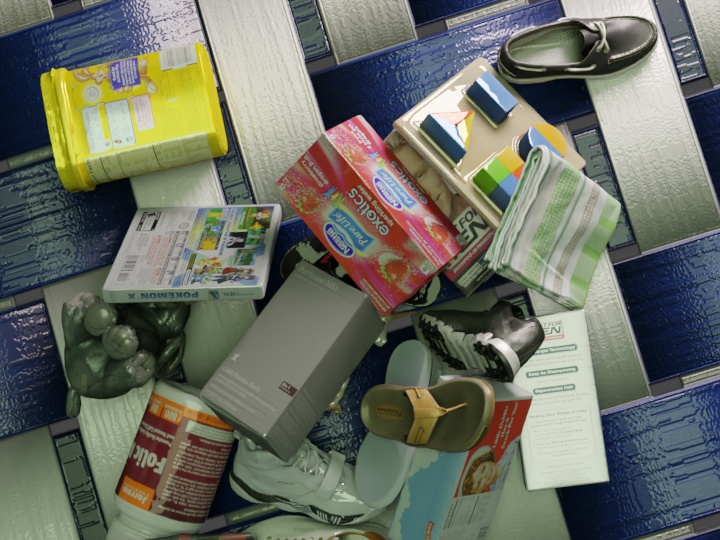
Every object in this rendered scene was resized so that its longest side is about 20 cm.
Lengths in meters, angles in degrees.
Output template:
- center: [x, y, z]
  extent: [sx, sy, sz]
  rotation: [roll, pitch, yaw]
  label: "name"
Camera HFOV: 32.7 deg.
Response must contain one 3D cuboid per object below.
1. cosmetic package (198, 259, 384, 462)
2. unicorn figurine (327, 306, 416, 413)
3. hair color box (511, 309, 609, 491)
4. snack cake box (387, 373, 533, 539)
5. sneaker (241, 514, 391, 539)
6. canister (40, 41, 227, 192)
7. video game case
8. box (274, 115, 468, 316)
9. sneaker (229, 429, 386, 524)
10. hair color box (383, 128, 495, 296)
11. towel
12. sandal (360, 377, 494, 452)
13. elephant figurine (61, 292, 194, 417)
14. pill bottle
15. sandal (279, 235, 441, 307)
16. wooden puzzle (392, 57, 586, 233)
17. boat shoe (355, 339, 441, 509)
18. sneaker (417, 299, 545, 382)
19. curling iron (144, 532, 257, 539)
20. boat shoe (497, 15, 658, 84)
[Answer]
- center: [-0.074, 0.100, 1.383]
  extent: [0.106, 0.090, 0.201]
  rotation: [25, 73, 29]
  label: "cosmetic package"
- center: [-0.042, 0.100, 1.464]
  extent: [0.198, 0.074, 0.139]
  rotation: [4, 76, 10]
  label: "unicorn figurine"
- center: [0.229, 0.153, 1.451]
  extent: [0.099, 0.061, 0.202]
  rotation: [-8, 86, 5]
  label: "hair color box"
- center: [0.115, 0.223, 1.400]
  extent: [0.067, 0.115, 0.202]
  rotation: [25, 103, 38]
  label: "snack cake box"
- center: [-0.062, 0.328, 1.449]
  extent: [0.198, 0.085, 0.074]
  rotation: [-6, 88, 5]
  label: "sneaker"
- center: [-0.273, -0.188, 1.496]
  extent: [0.198, 0.087, 0.150]
  rotation: [-12, 86, 2]
  label: "canister"
- center: [-0.191, -0.023, 1.434]
  extent: [0.181, 0.200, 0.022]
  rotation: [-2, 119, 4]
  label: "video game case"
- center: [0.013, -0.063, 1.393]
  extent: [0.200, 0.095, 0.100]
  rotation: [50, 124, 3]
  label: "box"
- center: [-0.059, 0.229, 1.432]
  extent: [0.198, 0.115, 0.075]
  rotation: [9, 47, 7]
  label: "sneaker"
- center: [0.096, -0.077, 1.455]
  extent: [0.200, 0.060, 0.100]
  rotation: [46, 109, 6]
  label: "hair color box"
- center: [0.230, -0.043, 1.408]
  extent: [0.031, 0.199, 0.150]
  rotation: [23, 89, 42]
  label: "towel"
- center: [0.063, 0.156, 1.338]
  extent: [0.199, 0.054, 0.081]
  rotation: [-4, 82, 45]
  label: "sandal"
- center: [-0.255, 0.068, 1.467]
  extent: [0.154, 0.200, 0.143]
  rotation: [-7, 105, 31]
  label: "elephant figurine"
- center: [-0.223, 0.241, 1.449]
  extent: [0.113, 0.114, 0.202]
  rotation: [20, 87, 5]
  label: "pill bottle"
- center: [0.000, 0.000, 1.484]
  extent: [0.198, 0.045, 0.076]
  rotation: [9, 87, 4]
  label: "sandal"
- center: [0.159, -0.153, 1.426]
  extent: [0.185, 0.046, 0.200]
  rotation: [46, 50, 6]
  label: "wooden puzzle"
- center: [0.055, 0.190, 1.446]
  extent: [0.074, 0.086, 0.203]
  rotation: [-3, 61, 36]
  label: "boat shoe"
- center: [0.143, 0.072, 1.415]
  extent: [0.090, 0.200, 0.067]
  rotation: [-35, 112, -19]
  label: "sneaker"
- center: [-0.206, 0.321, 1.396]
  extent: [0.199, 0.026, 0.050]
  rotation: [6, 101, -30]
  label: "curling iron"
- center: [0.263, -0.272, 1.476]
  extent: [0.198, 0.060, 0.075]
  rotation: [-7, 80, 2]
  label: "boat shoe"
